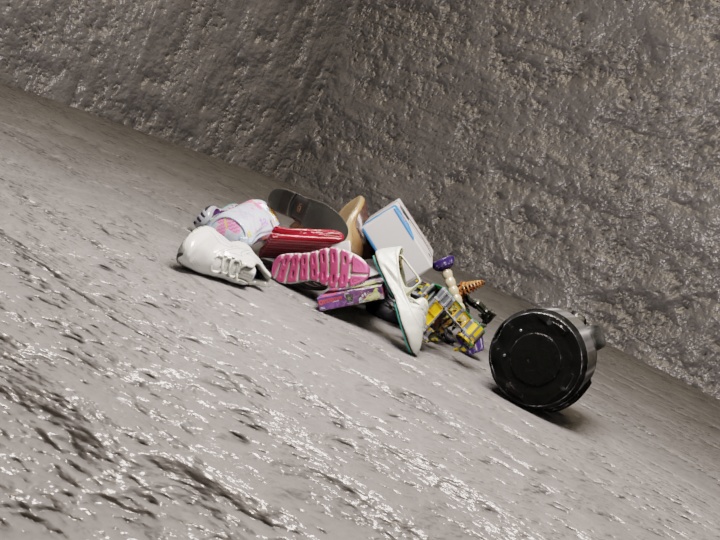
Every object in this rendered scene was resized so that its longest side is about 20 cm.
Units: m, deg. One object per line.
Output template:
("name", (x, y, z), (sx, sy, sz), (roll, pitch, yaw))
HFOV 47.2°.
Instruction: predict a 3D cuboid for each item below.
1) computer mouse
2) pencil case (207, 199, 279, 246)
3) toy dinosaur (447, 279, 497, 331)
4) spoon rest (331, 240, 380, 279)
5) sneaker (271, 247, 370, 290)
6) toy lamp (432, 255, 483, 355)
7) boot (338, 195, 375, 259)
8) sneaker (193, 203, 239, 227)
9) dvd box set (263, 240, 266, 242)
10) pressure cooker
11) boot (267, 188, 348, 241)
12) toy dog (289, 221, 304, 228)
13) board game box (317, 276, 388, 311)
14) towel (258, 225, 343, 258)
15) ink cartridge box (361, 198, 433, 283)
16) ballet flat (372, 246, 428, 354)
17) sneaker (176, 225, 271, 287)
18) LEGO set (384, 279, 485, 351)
("computer mouse", (0.101, 0.085, 1.705), (0.199, 0.053, 0.138), (20, 9, -30))
("pencil case", (-0.228, -0.082, 1.620), (0.090, 0.084, 0.200), (33, 18, 5))
("toy dinosaur", (0.210, 0.082, 1.751), (0.136, 0.102, 0.200), (44, -15, 8))
("spoon rest", (0.000, 0.000, 1.657), (0.098, 0.061, 0.200), (-13, -21, 20))
("sneaker", (-0.064, 0.000, 1.543), (0.198, 0.075, 0.087), (-1, -7, 27))
("toy lamp", (0.199, 0.072, 1.675), (0.202, 0.058, 0.058), (69, 17, 8))
("boot", (0.014, -0.054, 1.819), (0.166, 0.072, 0.201), (47, 35, -25))
("sneaker", (-0.280, -0.088, 1.751), (0.088, 0.074, 0.200), (44, 15, 6))
("dvd box set", (-0.123, -0.035, 1.948), (0.199, 0.030, 0.146), (20, 8, -29))
("pressure cooker", (0.333, 0.151, 1.471), (0.175, 0.180, 0.200), (23, 7, 21))
("boot", (-0.099, -0.122, 1.750), (0.199, 0.070, 0.174), (31, 7, 8))
("toy dog", (-0.069, -0.070, 1.857), (0.199, 0.096, 0.133), (-21, 82, -43))
("board game box", (-0.007, 0.040, 1.540), (0.119, 0.033, 0.200), (-15, 3, 7))
("towel", (-0.122, -0.051, 1.646), (0.143, 0.023, 0.200), (3, -12, -14))
("ink cartridge box", (0.080, -0.062, 1.707), (0.145, 0.084, 0.200), (57, 10, -6))
("ballet flat", (0.082, 0.045, 1.451), (0.069, 0.069, 0.202), (12, 53, -59))
("sneaker", (-0.218, -0.017, 1.350), (0.087, 0.075, 0.199), (33, 11, 30))
("LEGO set", (0.129, 0.104, 1.563), (0.154, 0.116, 0.200), (48, -9, -27))
